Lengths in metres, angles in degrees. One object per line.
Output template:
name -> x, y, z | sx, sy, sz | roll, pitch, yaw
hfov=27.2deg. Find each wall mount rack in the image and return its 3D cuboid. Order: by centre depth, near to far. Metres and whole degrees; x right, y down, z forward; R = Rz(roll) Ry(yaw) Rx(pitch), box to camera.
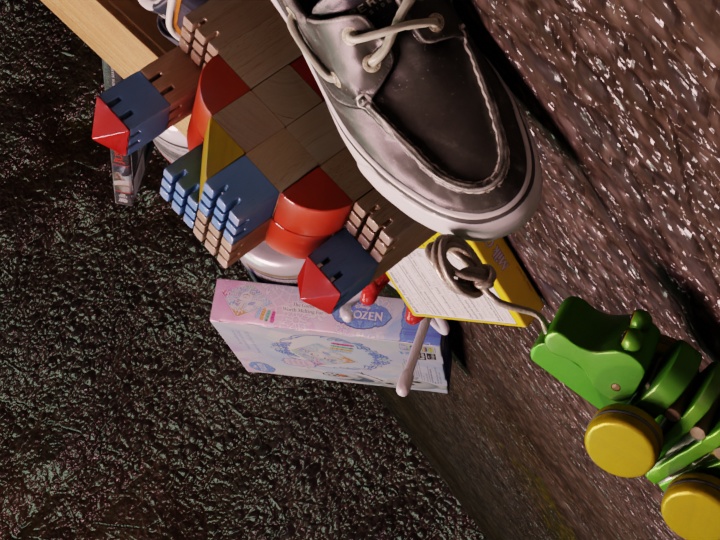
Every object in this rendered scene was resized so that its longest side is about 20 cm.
wall mount rack -> 0.000, 0.000, 1.115 | 0.200, 0.074, 0.174 | 55, 174, -24

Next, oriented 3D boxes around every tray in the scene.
tray -> -0.140, -0.169, 1.021 | 0.200, 0.037, 0.099 | 44, -144, 16

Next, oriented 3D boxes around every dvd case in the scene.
dvd case -> -0.199, -0.178, 1.327 | 0.200, 0.022, 0.146 | 93, -174, -49

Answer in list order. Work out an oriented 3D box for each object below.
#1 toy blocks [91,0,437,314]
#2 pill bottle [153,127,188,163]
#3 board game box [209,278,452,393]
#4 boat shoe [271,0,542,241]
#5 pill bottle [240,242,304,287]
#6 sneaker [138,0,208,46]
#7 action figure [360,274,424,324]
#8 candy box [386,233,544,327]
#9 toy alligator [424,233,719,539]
toy blocks -> -0.036, -0.060, 0.723 | 0.200, 0.137, 0.100 | 47, 153, 11
pill bottle -> -0.134, -0.152, 1.253 | 0.114, 0.114, 0.200 | 53, 174, 5
board game box -> -0.019, 0.062, 1.342 | 0.200, 0.198, 0.044 | 73, -157, -73
boat shoe -> 0.005, -0.099, 0.617 | 0.200, 0.071, 0.064 | 54, 176, 15
pill bottle -> -0.052, -0.026, 1.340 | 0.116, 0.116, 0.200 | 52, 174, 16
sneaker -> -0.089, -0.162, 0.931 | 0.078, 0.079, 0.200 | 41, 164, 54
action figure -> 0.015, -0.046, 0.949 | 0.065, 0.052, 0.200 | 27, 154, 27
candy box -> 0.022, -0.049, 0.856 | 0.102, 0.026, 0.200 | 8, 138, 53
toy alligator -> 0.114, 0.043, 0.593 | 0.200, 0.059, 0.054 | 42, 134, -5
